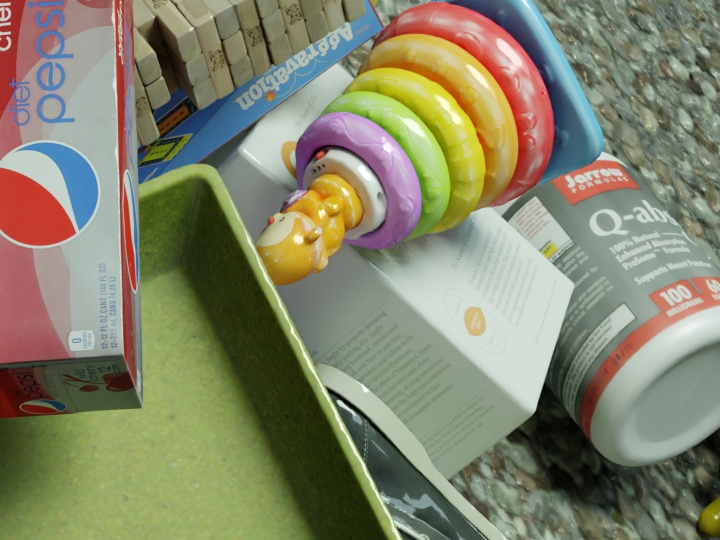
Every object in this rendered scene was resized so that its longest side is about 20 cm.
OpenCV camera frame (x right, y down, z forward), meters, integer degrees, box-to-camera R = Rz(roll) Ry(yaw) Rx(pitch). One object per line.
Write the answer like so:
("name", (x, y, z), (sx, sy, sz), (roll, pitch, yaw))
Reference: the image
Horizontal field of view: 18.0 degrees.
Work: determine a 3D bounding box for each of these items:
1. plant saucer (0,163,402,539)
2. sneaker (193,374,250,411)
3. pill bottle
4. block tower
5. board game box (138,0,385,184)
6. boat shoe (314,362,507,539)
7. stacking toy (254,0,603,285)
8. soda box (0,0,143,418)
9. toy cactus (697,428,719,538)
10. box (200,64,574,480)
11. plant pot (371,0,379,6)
("plant saucer", (-0.111, 0.082, 0.933), (0.199, 0.048, 0.200), (-24, 70, -11))
("sneaker", (-0.112, 0.053, 1.037), (0.200, 0.073, 0.114), (37, -4, 12))
("pill bottle", (0.131, 0.004, 1.290), (0.116, 0.116, 0.200), (7, 36, -46))
("block tower", (-0.098, -0.097, 1.013), (0.058, 0.200, 0.054), (49, -14, 33))
("board game box", (-0.091, -0.098, 1.071), (0.019, 0.200, 0.103), (44, -12, 53))
("boat shoe", (0.026, 0.136, 1.118), (0.200, 0.072, 0.068), (47, 68, -16))
("stacking toy", (0.011, -0.049, 1.078), (0.200, 0.116, 0.110), (-39, 102, -41))
("soda box", (-0.124, -0.046, 0.921), (0.063, 0.070, 0.201), (-4, 68, 0))
("toy cactus", (0.217, 0.085, 1.379), (0.165, 0.102, 0.201), (35, 28, -55))
("box", (0.000, 0.000, 1.179), (0.200, 0.097, 0.125), (42, 33, -11))
("plant pot", (-0.069, -0.202, 1.163), (0.200, 0.201, 0.193), (26, 21, -32))
